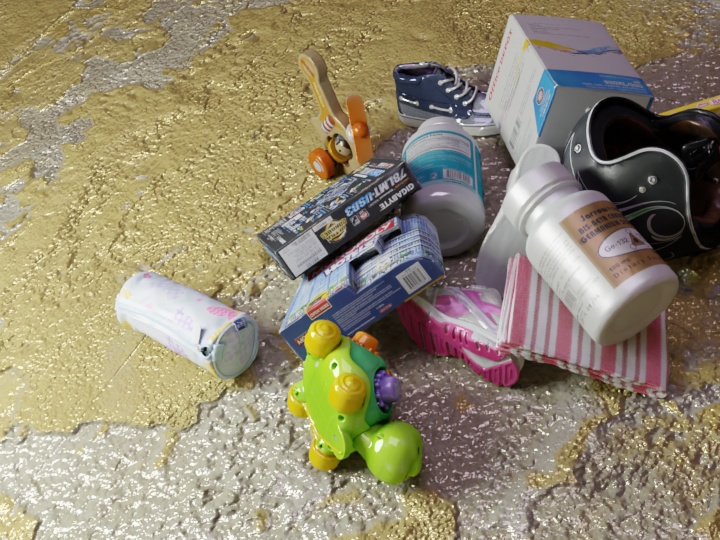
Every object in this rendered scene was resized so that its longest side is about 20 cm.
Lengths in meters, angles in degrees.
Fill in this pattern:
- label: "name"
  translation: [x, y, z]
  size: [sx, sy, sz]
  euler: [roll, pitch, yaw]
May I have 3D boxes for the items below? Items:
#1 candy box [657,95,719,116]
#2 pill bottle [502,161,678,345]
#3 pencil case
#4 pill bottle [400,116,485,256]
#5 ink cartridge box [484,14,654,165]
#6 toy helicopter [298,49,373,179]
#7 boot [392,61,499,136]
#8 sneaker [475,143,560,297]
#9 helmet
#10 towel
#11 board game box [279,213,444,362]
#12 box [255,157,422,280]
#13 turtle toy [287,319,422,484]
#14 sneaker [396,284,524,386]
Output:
- label: "candy box"
  translation: [0.449, -0.177, 1.445]
  size: [0.199, 0.102, 0.026]
  euler: [-18, 41, -2]
- label: "pill bottle"
  translation: [0.252, -0.024, 1.237]
  size: [0.114, 0.115, 0.200]
  euler: [-28, 60, -14]
- label: "pencil case"
  translation: [-0.221, 0.069, 1.392]
  size: [0.200, 0.083, 0.091]
  euler: [23, 32, 36]
- label: "pill bottle"
  translation: [0.110, -0.121, 1.479]
  size: [0.110, 0.111, 0.200]
  euler: [-7, 42, 9]
- label: "ink cartridge box"
  translation: [0.277, -0.235, 1.496]
  size: [0.144, 0.148, 0.200]
  euler: [2, 40, -16]
- label: "toy helicopter"
  translation: [-0.035, -0.219, 1.558]
  size: [0.079, 0.200, 0.132]
  euler: [-34, 28, -20]
- label: "boot"
  translation: [0.142, -0.258, 1.630]
  size: [0.199, 0.091, 0.073]
  euler: [5, 46, 21]
- label: "sneaker"
  translation: [0.205, -0.062, 1.395]
  size: [0.073, 0.201, 0.116]
  euler: [23, 9, 6]
- label: "helmet"
  translation: [0.340, -0.110, 1.333]
  size: [0.190, 0.200, 0.200]
  euler: [8, 46, 40]
- label: "towel"
  translation: [0.257, 0.063, 1.260]
  size: [0.199, 0.030, 0.147]
  euler: [17, 47, -2]
- label: "board game box"
  translation: [0.000, 0.000, 1.348]
  size: [0.200, 0.062, 0.200]
  euler: [-35, 20, 12]
- label: "box"
  translation: [-0.033, -0.073, 1.423]
  size: [0.198, 0.050, 0.200]
  euler: [-34, 13, -6]
- label: "turtle toy"
  translation: [-0.003, 0.152, 1.215]
  size: [0.101, 0.146, 0.200]
  euler: [-8, 50, -26]
- label: "sneaker"
  translation: [0.126, 0.058, 1.313]
  size: [0.200, 0.082, 0.088]
  euler: [30, 57, 28]
